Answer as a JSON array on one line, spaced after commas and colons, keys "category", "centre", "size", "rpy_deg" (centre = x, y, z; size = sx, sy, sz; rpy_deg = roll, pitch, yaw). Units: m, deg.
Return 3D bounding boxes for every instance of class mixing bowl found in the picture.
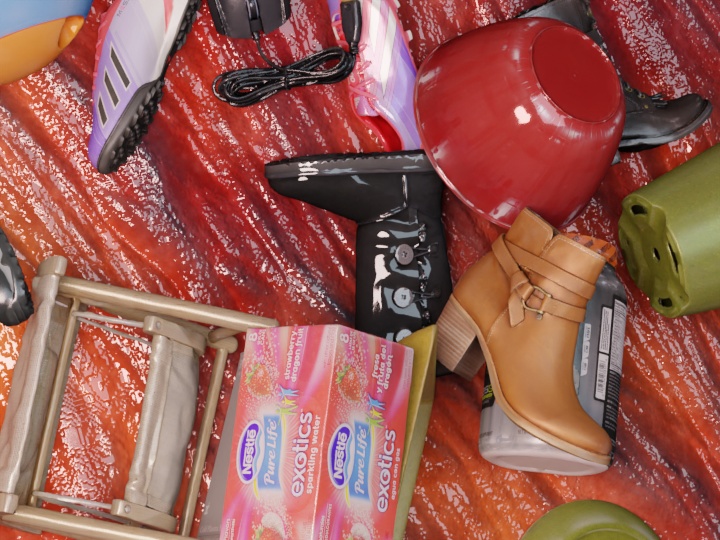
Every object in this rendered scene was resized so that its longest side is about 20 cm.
[{"category": "mixing bowl", "centre": [0.157, -0.144, 1.756], "size": [0.199, 0.108, 0.201], "rpy_deg": [17, 57, -27]}]

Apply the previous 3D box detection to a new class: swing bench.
[{"category": "swing bench", "centre": [-0.190, 0.117, 1.598], "size": [0.199, 0.130, 0.200], "rpy_deg": [16, 75, -19]}]

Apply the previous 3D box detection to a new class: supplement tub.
[{"category": "supplement tub", "centre": [0.173, 0.075, 1.797], "size": [0.122, 0.122, 0.202], "rpy_deg": [13, 75, -25]}]

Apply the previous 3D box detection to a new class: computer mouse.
[{"category": "computer mouse", "centre": [-0.071, -0.249, 1.744], "size": [0.139, 0.046, 0.202], "rpy_deg": [-9, 85, -7]}]

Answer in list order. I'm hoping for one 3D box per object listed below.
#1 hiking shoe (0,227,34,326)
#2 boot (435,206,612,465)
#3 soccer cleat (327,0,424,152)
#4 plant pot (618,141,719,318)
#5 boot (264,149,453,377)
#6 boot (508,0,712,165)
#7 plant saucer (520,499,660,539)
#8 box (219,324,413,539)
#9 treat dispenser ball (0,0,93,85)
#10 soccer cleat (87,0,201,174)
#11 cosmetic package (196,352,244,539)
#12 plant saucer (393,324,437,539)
[{"category": "hiking shoe", "centre": [-0.322, -0.015, 1.549], "size": [0.086, 0.075, 0.200], "rpy_deg": [-33, 55, -17]}, {"category": "boot", "centre": [0.163, 0.054, 1.690], "size": [0.200, 0.074, 0.155], "rpy_deg": [38, 95, 19]}, {"category": "soccer cleat", "centre": [0.011, -0.181, 1.792], "size": [0.076, 0.067, 0.201], "rpy_deg": [-32, 99, -24]}, {"category": "plant pot", "centre": [0.349, -0.044, 1.891], "size": [0.189, 0.200, 0.201], "rpy_deg": [-19, 90, -16]}, {"category": "boot", "centre": [0.001, 0.000, 1.752], "size": [0.164, 0.066, 0.202], "rpy_deg": [-3, 98, -12]}, {"category": "boot", "centre": [0.229, -0.190, 1.904], "size": [0.199, 0.069, 0.175], "rpy_deg": [-22, 92, -27]}, {"category": "plant saucer", "centre": [0.220, 0.308, 1.833], "size": [0.199, 0.031, 0.202], "rpy_deg": [5, 80, -27]}, {"category": "box", "centre": [-0.035, 0.148, 1.548], "size": [0.094, 0.102, 0.202], "rpy_deg": [19, 74, -46]}, {"category": "treat dispenser ball", "centre": [-0.301, -0.241, 1.556], "size": [0.200, 0.201, 0.203], "rpy_deg": [5, 79, -27]}, {"category": "soccer cleat", "centre": [-0.195, -0.176, 1.688], "size": [0.073, 0.068, 0.201], "rpy_deg": [21, 75, 2]}, {"category": "cosmetic package", "centre": [-0.066, 0.166, 1.665], "size": [0.090, 0.107, 0.201], "rpy_deg": [17, 72, -25]}, {"category": "plant saucer", "centre": [0.020, 0.162, 1.674], "size": [0.048, 0.200, 0.201], "rpy_deg": [12, 70, 6]}]
